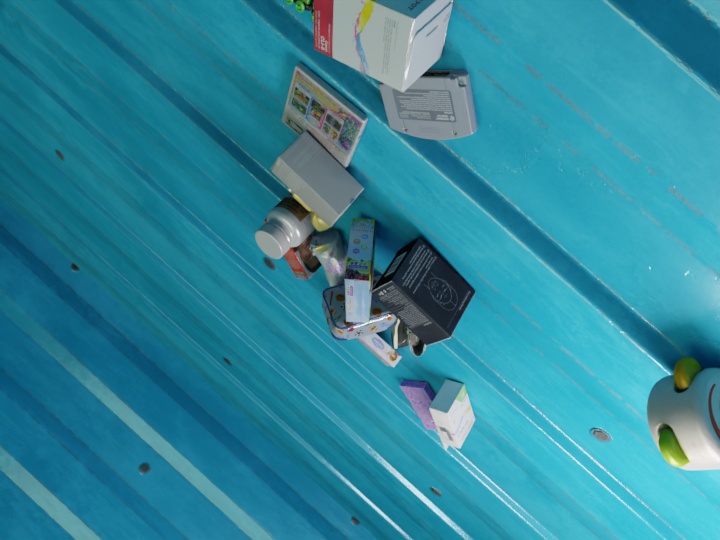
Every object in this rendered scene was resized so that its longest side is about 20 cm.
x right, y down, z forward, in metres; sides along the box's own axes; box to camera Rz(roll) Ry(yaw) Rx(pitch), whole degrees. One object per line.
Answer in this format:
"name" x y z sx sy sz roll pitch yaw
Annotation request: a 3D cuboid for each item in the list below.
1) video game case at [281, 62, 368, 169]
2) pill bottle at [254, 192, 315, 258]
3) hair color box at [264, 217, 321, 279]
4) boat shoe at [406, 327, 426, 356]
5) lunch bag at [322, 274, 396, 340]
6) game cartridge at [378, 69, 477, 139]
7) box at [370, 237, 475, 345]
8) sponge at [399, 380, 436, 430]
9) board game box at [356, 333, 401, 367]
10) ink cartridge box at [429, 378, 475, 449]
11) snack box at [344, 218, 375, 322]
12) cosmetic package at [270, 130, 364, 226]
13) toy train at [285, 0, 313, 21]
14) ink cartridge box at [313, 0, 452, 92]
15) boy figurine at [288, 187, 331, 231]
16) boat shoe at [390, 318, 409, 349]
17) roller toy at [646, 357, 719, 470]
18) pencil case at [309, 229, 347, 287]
"video game case" -0.086 -0.345 1.439 0.199 0.024 0.183 40 147 6
"pill bottle" -0.176 -0.127 1.618 0.113 0.200 0.115 26 144 21
"hair color box" -0.176 -0.086 1.760 0.061 0.102 0.202 5 133 43
"boat shoe" 0.153 0.145 1.668 0.072 0.069 0.202 4 129 -2
"lunch bag" 0.000 0.094 1.684 0.076 0.197 0.162 92 160 -49
"game cartridge" 0.132 -0.321 1.223 0.198 0.040 0.135 15 135 36
"box" 0.151 0.052 1.511 0.200 0.149 0.107 43 148 -10
"sponge" 0.212 0.433 2.007 0.111 0.030 0.201 -4 126 49
"board game box" 0.026 0.204 1.862 0.199 0.041 0.200 41 172 1
"ink cartridge box" 0.278 0.436 1.858 0.067 0.117 0.202 9 135 37
"snack box" 0.000 0.000 1.577 0.066 0.202 0.170 5 139 4
"cosmetic package" -0.101 -0.215 1.487 0.200 0.107 0.090 46 154 -6
"toy train" -0.113 -0.540 1.230 0.199 0.042 0.057 38 138 7
"ink cartridge box" 0.039 -0.436 1.086 0.198 0.146 0.146 31 146 18
"boy figurine" -0.123 -0.189 1.564 0.064 0.124 0.201 -39 80 34
"boat shoe" 0.123 0.137 1.747 0.066 0.072 0.202 -2 132 -3
"roller toy" 0.664 0.284 1.214 0.180 0.203 0.139 19 154 -21
"pencil case" -0.069 -0.015 1.736 0.082 0.091 0.202 9 135 40
